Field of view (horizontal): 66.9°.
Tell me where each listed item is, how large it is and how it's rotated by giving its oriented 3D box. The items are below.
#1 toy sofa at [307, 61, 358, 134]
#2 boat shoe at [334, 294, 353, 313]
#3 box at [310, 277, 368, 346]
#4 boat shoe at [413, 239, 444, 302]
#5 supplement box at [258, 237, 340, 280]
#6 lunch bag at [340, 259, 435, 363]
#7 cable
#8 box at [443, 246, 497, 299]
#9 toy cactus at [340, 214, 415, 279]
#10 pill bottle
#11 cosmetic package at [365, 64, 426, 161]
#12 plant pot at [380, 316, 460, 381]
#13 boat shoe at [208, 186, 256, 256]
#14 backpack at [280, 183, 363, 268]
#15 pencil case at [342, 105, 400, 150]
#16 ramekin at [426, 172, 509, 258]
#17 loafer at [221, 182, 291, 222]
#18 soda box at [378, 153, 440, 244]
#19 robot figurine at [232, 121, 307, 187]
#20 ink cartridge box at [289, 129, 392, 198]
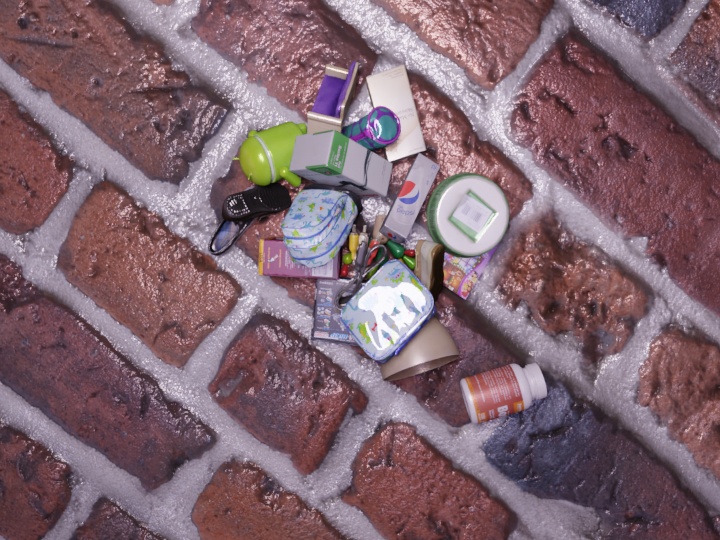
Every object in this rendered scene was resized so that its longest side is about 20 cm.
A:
[{"bbox_3d":[-0.062,-0.397,1.249,0.080,0.099,0.205,12,52,0],"label":"toy sofa"},{"bbox_3d":[0.032,0.068,1.319,0.194,0.074,0.065,-9,63,10],"label":"boat shoe"},{"bbox_3d":[-0.024,0.104,1.376,0.192,0.046,0.165,6,96,1],"label":"box"},{"bbox_3d":[0.159,0.008,1.311,0.065,0.073,0.205,30,138,30],"label":"boat shoe"},{"bbox_3d":[-0.143,-0.031,1.333,0.192,0.110,0.089,3,97,1],"label":"supplement box"},{"bbox_3d":[0.063,0.095,1.224,0.200,0.083,0.161,-44,72,-2],"label":"lunch bag"},{"bbox_3d":[0.000,0.000,1.281,0.094,0.050,0.207,15,100,-8],"label":"cable"},{"bbox_3d":[0.255,-0.052,1.355,0.134,0.039,0.204,30,96,-1],"label":"box"},{"bbox_3d":[0.048,-0.052,1.337,0.192,0.102,0.172,1,81,0],"label":"toy cactus"},{"bbox_3d":[0.354,0.299,1.351,0.193,0.112,0.116,-17,95,4],"label":"pill bottle"},{"bbox_3d":[0.085,-0.372,1.313,0.100,0.073,0.207,-17,94,3],"label":"cosmetic package"},{"bbox_3d":[0.128,0.171,1.321,0.194,0.201,0.139,-18,72,3],"label":"plant pot"},{"bbox_3d":[-0.314,-0.121,1.351,0.070,0.066,0.201,40,95,-3],"label":"boat shoe"},{"bbox_3d":[-0.099,-0.102,1.224,0.158,0.155,0.205,9,64,21],"label":"backpack"},{"bbox_3d":[0.013,-0.312,1.254,0.091,0.199,0.088,-26,100,-23],"label":"pencil case"},{"bbox_3d":[0.254,-0.128,1.278,0.192,0.098,0.208,0,96,3],"label":"ramekin"},{"bbox_3d":[-0.254,-0.162,1.311,0.070,0.196,0.075,-22,85,47],"label":"loafer"},{"bbox_3d":[0.117,-0.171,1.302,0.062,0.068,0.205,28,77,-5],"label":"soda box"},{"bbox_3d":[-0.199,-0.276,1.284,0.196,0.118,0.176,-28,59,-25],"label":"robot figurine"},{"bbox_3d":[-0.042,-0.236,1.243,0.196,0.144,0.086,18,81,-43],"label":"ink cartridge box"}]
